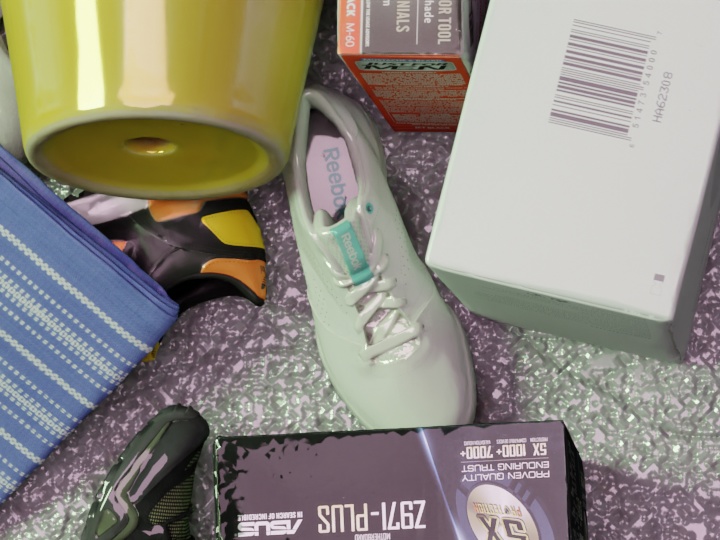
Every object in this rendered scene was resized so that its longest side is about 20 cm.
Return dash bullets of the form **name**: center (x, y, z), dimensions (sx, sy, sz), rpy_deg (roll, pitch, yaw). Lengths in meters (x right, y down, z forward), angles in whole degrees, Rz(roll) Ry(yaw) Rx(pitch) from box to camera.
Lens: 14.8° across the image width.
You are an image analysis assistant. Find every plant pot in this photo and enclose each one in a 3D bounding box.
- **plant pot**: center (-0.099, -0.143, 1.377), dimensions (0.201, 0.201, 0.189), rpy_deg (-1, 73, 7)

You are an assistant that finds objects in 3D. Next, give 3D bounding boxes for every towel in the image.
- **towel**: center (-0.206, 0.040, 1.423), dimensions (0.145, 0.024, 0.200), rpy_deg (41, 109, -13)

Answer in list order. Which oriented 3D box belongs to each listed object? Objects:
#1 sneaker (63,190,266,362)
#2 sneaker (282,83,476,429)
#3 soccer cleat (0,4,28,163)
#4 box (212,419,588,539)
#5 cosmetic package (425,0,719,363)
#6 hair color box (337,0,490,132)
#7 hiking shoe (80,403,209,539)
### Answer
- **sneaker**: center (-0.145, 0.013, 1.442), dimensions (0.200, 0.070, 0.090), rpy_deg (-21, 77, 2)
- **sneaker**: center (0.000, 0.000, 1.417), dimensions (0.075, 0.088, 0.200), rpy_deg (-22, 81, 2)
- **soccer cleat**: center (-0.239, -0.127, 1.482), dimensions (0.200, 0.070, 0.086), rpy_deg (37, 66, 12)
- **box**: center (0.025, 0.127, 1.341), dimensions (0.164, 0.200, 0.086), rpy_deg (-3, 81, 6)
- **cosmetic package**: center (0.121, -0.072, 1.355), dimensions (0.123, 0.200, 0.199), rpy_deg (13, 84, 11)
- **hair color box**: center (0.033, -0.139, 1.374), dimensions (0.064, 0.200, 0.111), rpy_deg (1, 82, 7)
- **hiking shoe**: center (-0.100, 0.169, 1.423), dimensions (0.101, 0.076, 0.200), rpy_deg (19, 94, 1)
